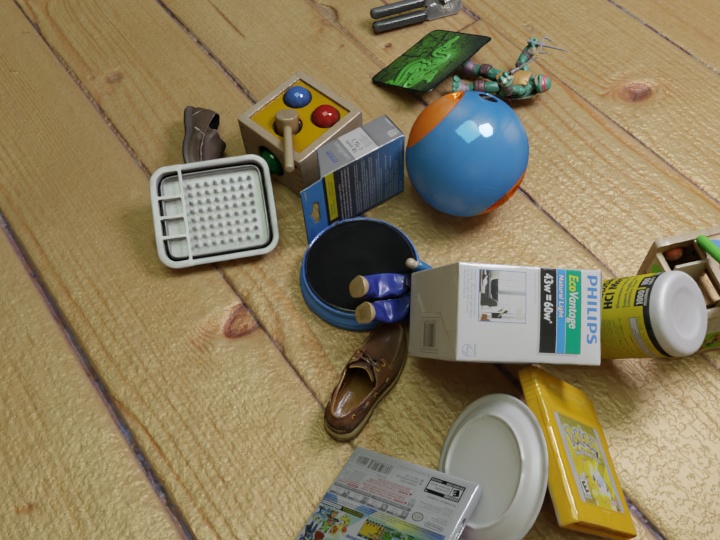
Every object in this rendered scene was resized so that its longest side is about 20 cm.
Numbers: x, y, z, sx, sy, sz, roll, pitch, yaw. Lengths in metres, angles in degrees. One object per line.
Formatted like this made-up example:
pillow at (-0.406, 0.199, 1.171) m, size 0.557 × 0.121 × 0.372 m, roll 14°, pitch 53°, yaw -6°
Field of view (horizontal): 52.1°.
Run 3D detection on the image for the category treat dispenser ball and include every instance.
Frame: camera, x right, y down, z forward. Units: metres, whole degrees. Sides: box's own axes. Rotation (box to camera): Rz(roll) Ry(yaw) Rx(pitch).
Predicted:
treat dispenser ball at (0.173, -0.188, 1.198) m, size 0.199 × 0.201 × 0.202 m, roll -1°, pitch 57°, yaw 2°

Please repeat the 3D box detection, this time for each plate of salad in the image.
plate of salad at (0.170, 0.259, 0.942) m, size 0.048 × 0.200 × 0.201 m, roll 21°, pitch 51°, yaw -30°

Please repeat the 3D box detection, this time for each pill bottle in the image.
pill bottle at (0.361, 0.067, 1.026) m, size 0.112 × 0.200 × 0.113 m, roll 6°, pitch 79°, yaw -35°

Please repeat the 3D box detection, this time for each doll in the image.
doll at (0.082, 0.045, 1.109) m, size 0.199 × 0.048 × 0.137 m, roll -4°, pitch 72°, yaw -33°

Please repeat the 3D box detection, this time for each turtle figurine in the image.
turtle figurine at (0.278, -0.359, 1.364) m, size 0.199 × 0.101 × 0.150 m, roll 5°, pitch 38°, yaw 25°

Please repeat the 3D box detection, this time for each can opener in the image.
can opener at (0.113, -0.541, 1.527) m, size 0.199 × 0.054 × 0.067 m, roll -17°, pitch 26°, yaw -8°

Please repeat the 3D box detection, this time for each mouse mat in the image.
mouse mat at (0.136, -0.407, 1.421) m, size 0.200 × 0.008 × 0.161 m, roll -44°, pitch 44°, yaw -21°

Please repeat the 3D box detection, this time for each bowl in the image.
bowl at (0.000, 0.000, 1.181) m, size 0.199 × 0.039 × 0.202 m, roll -1°, pitch 57°, yaw 2°

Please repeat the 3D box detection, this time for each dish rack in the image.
dish rack at (-0.241, -0.096, 1.224) m, size 0.199 × 0.044 × 0.173 m, roll -9°, pitch 81°, yaw -3°

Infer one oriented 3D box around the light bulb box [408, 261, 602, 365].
light bulb box at (0.189, 0.061, 0.999) m, size 0.199 × 0.198 × 0.126 m, roll 4°, pitch 85°, yaw -13°

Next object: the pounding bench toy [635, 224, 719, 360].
pounding bench toy at (0.498, 0.005, 1.060) m, size 0.123 × 0.200 × 0.157 m, roll -12°, pitch 58°, yaw -5°

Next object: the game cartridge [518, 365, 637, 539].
game cartridge at (0.280, 0.236, 0.950) m, size 0.032 × 0.176 × 0.201 m, roll -29°, pitch 52°, yaw 30°

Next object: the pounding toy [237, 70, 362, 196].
pounding toy at (-0.108, -0.230, 1.271) m, size 0.184 × 0.143 × 0.200 m, roll 37°, pitch 65°, yaw 23°

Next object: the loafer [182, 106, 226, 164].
loafer at (-0.276, -0.222, 1.315) m, size 0.070 × 0.073 × 0.201 m, roll -8°, pitch 58°, yaw -3°

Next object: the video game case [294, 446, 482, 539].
video game case at (0.027, 0.319, 0.922) m, size 0.199 × 0.022 × 0.183 m, roll 7°, pitch 45°, yaw 39°

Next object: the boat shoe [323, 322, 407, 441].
boat shoe at (0.012, 0.150, 1.067) m, size 0.072 × 0.068 × 0.201 m, roll 24°, pitch 61°, yaw 17°

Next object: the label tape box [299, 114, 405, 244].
label tape box at (-0.024, -0.150, 1.215) m, size 0.199 × 0.145 × 0.063 m, roll -30°, pitch 61°, yaw -16°
